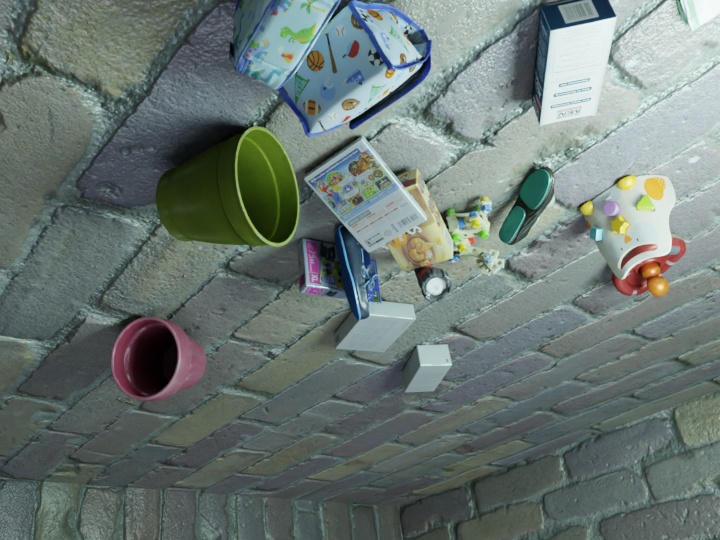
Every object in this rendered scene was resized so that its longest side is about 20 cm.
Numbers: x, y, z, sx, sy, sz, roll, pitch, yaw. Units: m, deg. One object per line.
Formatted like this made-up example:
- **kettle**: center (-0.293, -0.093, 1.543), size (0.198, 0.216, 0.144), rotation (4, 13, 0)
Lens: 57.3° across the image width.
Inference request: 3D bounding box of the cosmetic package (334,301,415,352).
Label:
- **cosmetic package**: center (0.035, 0.151, 1.758), size (0.150, 0.052, 0.200), rotation (9, 144, -23)

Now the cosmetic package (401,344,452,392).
- **cosmetic package**: center (0.199, 0.302, 2.021), size (0.101, 0.072, 0.200), rotation (0, 148, -13)

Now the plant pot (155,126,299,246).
- **plant pot**: center (-0.237, -0.126, 1.135), size (0.192, 0.201, 0.200), rotation (-9, 151, 23)

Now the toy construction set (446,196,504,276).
- **toy construction set**: center (0.239, -0.069, 1.424), size (0.131, 0.092, 0.200), rotation (-17, 137, 14)

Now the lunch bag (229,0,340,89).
- **lunch bag**: center (-0.093, -0.344, 0.826), size (0.082, 0.161, 0.200), rotation (18, 138, -28)

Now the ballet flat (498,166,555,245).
- **ballet flat**: center (0.352, -0.135, 1.355), size (0.068, 0.068, 0.200), rotation (-10, 145, -32)

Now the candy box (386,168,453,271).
- **candy box**: center (0.097, -0.095, 1.307), size (0.115, 0.055, 0.200), rotation (-16, 128, 21)

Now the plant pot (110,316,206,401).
- **plant pot**: center (-0.486, 0.225, 1.644), size (0.199, 0.201, 0.179), rotation (-17, 163, 14)

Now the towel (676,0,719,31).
- **towel**: center (0.551, -0.442, 0.939), size (0.199, 0.031, 0.149), rotation (-26, 145, 26)

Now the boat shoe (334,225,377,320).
- **boat shoe**: center (0.000, 0.000, 1.367), size (0.068, 0.201, 0.084), rotation (-9, 176, -18)

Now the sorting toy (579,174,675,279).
- **sorting toy**: center (0.563, -0.083, 1.379), size (0.107, 0.181, 0.200), rotation (16, 141, -34)

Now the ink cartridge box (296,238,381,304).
- **ink cartridge box**: center (-0.039, 0.003, 1.435), size (0.199, 0.120, 0.042), rotation (11, 145, -28)

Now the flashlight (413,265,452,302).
- **flashlight**: center (0.147, -0.002, 1.408), size (0.068, 0.200, 0.068), rotation (34, 107, -14)

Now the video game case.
- **video game case**: center (0.010, -0.137, 1.234), size (0.143, 0.018, 0.200), rotation (-29, 117, 29)

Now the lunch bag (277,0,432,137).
- **lunch bag**: center (0.002, -0.285, 0.943), size (0.170, 0.124, 0.200), rotation (-30, -175, 31)

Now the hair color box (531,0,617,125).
- **hair color box**: center (0.331, -0.327, 1.043), size (0.100, 0.061, 0.200), rotation (-10, 148, 4)

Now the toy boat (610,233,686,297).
- **toy boat**: center (0.705, 0.006, 1.603), size (0.130, 0.131, 0.200), rotation (1, 147, -14)
